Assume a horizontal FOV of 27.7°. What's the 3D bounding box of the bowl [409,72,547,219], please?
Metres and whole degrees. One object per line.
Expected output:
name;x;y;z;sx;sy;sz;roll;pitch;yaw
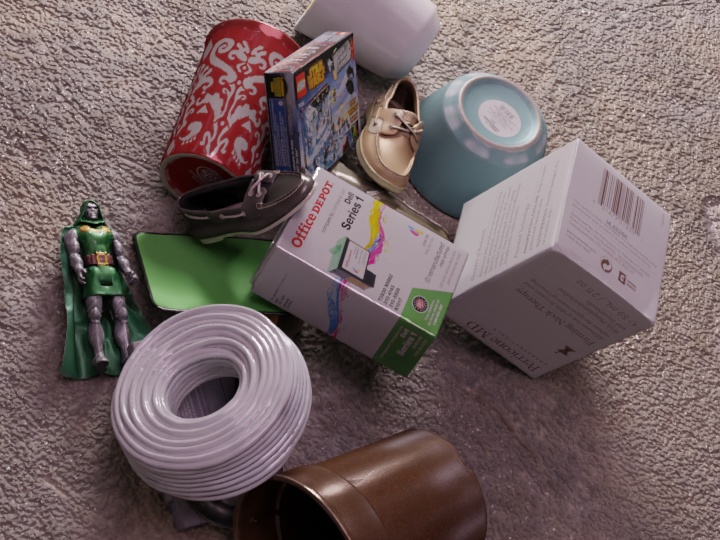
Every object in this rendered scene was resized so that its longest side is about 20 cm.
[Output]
bowl;0.157;-0.171;1.843;0.199;0.105;0.202;11;55;-16

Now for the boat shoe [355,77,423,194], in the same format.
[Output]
boat shoe;0.040;-0.169;1.776;0.071;0.065;0.201;29;33;-21

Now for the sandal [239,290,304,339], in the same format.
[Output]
sandal;-0.132;0.054;1.609;0.199;0.054;0.081;-22;70;-37

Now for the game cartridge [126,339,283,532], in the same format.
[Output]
game cartridge;-0.162;0.160;1.523;0.129;0.038;0.201;-13;78;-23

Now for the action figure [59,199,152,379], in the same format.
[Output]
action figure;-0.280;0.014;1.573;0.117;0.055;0.201;2;62;-36

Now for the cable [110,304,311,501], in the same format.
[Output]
cable;-0.146;0.126;1.429;0.199;0.069;0.200;21;60;33

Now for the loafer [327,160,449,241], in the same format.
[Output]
loafer;0.025;-0.077;1.746;0.199;0.075;0.070;29;57;-3

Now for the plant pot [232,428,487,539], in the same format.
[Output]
plant pot;0.009;0.263;1.465;0.198;0.200;0.201;-21;69;-41

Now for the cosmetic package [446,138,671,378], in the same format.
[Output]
cosmetic package;0.225;-0.010;1.686;0.167;0.200;0.167;34;51;-23

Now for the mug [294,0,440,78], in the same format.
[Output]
mug;0.027;-0.339;1.876;0.153;0.149;0.187;36;59;-8

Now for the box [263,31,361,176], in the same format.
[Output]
box;-0.053;-0.191;1.708;0.040;0.138;0.200;4;22;19

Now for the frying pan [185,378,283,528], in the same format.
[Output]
frying pan;-0.114;0.175;1.508;0.115;0.031;0.191;35;65;-11

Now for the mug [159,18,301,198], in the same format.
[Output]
mug;-0.132;-0.169;1.708;0.177;0.134;0.201;23;57;-5

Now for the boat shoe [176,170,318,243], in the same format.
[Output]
boat shoe;-0.130;-0.076;1.594;0.057;0.199;0.067;46;52;-25

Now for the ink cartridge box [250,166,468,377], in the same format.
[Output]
ink cartridge box;0.000;0.000;1.595;0.199;0.084;0.145;29;45;-4

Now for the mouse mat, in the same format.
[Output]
mouse mat;-0.147;0.004;1.622;0.199;0.008;0.161;2;31;-20
